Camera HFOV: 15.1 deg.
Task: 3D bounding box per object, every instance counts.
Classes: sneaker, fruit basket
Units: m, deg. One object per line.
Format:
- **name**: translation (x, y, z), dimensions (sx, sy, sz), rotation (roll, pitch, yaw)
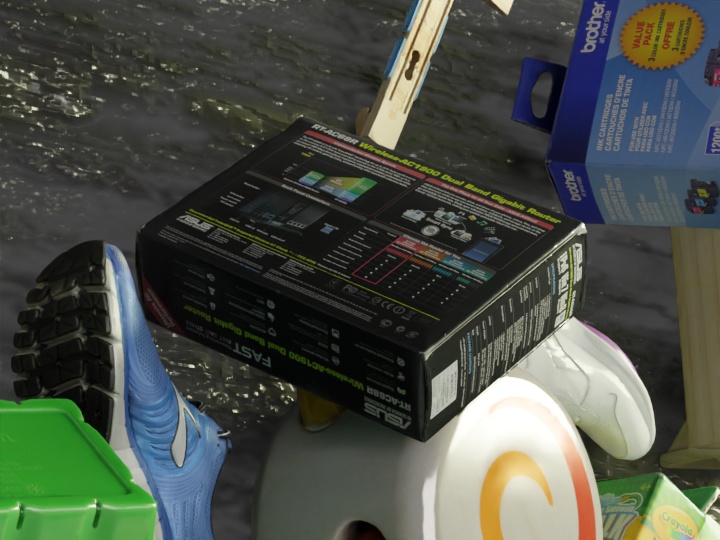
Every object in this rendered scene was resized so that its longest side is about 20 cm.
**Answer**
- **sneaker**: translation (0.097, 0.059, 1.642), dimensions (0.200, 0.075, 0.100), rotation (45, 72, -25)
- **sneaker**: translation (-0.121, 0.081, 1.431), dimensions (0.089, 0.078, 0.200), rotation (-19, 101, -50)
- **fruit basket**: translation (-0.209, 0.173, 1.303), dimensions (0.215, 0.156, 0.216), rotation (-23, 136, -25)

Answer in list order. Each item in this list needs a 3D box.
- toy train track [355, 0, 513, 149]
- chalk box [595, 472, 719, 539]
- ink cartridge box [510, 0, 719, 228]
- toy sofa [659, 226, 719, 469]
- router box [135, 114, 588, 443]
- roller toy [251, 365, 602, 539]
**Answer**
- **toy train track**: translation (0.035, -0.160, 1.654), dimensions (0.115, 0.033, 0.200), rotation (39, 62, -37)
- **chalk box**: translation (0.152, 0.202, 1.608), dimensions (0.124, 0.125, 0.200), rotation (44, 53, -26)
- **ink cartridge box**: translation (0.198, -0.099, 1.698), dimensions (0.076, 0.200, 0.137), rotation (62, 36, -53)
- **toy sofa**: translation (0.247, 0.029, 1.753), dimensions (0.083, 0.098, 0.200), rotation (5, 76, -41)
- **router box**: translation (0.000, 0.000, 1.471), dimensions (0.150, 0.200, 0.062), rotation (-37, 139, -40)
- **roller toy**: translation (0.032, 0.144, 1.500), dimensions (0.200, 0.140, 0.183), rotation (37, 55, -43)
